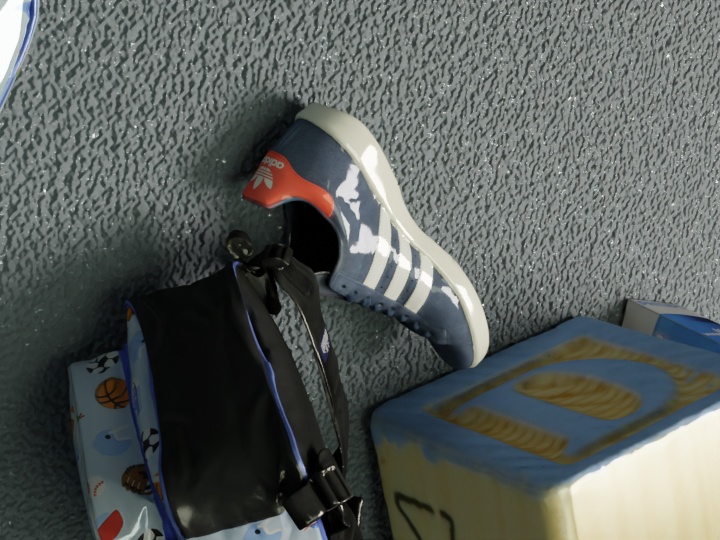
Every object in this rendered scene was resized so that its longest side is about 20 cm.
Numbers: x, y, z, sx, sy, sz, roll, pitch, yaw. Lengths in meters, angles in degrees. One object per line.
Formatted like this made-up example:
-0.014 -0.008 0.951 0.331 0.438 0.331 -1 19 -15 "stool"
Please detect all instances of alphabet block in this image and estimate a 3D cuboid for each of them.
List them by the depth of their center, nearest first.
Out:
0.146 0.167 1.024 0.196 0.195 0.201 -21 111 -28 "alphabet block"

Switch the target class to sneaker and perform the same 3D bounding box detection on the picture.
0.000 0.000 0.943 0.085 0.075 0.200 -45 119 -16 "sneaker"

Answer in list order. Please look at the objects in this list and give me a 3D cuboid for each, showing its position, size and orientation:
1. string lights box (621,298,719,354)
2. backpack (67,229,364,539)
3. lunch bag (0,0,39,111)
0.253 0.101 1.092 0.059 0.200 0.103 5 106 -38 "string lights box"
-0.068 0.118 0.868 0.153 0.201 0.191 -20 133 6 "backpack"
-0.249 -0.106 0.697 0.199 0.082 0.161 19 97 -41 "lunch bag"
